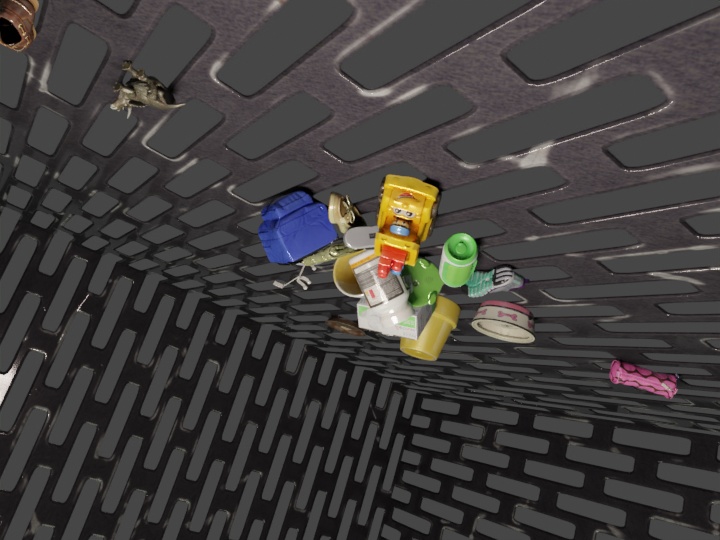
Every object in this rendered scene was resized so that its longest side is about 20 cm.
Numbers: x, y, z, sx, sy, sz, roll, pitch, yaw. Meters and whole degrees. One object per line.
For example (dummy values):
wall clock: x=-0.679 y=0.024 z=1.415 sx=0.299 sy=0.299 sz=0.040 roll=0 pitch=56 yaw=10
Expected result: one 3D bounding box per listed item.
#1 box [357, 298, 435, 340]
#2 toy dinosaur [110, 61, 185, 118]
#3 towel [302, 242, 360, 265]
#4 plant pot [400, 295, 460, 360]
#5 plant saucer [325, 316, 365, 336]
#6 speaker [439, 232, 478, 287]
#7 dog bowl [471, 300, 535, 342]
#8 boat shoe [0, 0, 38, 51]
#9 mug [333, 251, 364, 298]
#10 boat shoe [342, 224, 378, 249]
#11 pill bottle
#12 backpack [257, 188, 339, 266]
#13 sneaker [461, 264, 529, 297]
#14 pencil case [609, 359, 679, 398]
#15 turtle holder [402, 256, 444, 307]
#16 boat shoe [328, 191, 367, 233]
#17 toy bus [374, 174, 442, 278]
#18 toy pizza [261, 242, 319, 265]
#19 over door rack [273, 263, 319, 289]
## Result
box: x=0.114 y=0.114 z=1.837 sx=0.198 sy=0.177 sz=0.098 roll=11 pitch=124 yaw=24
toy dinosaur: x=-0.418 y=-0.356 z=1.176 sx=0.198 sy=0.078 sz=0.102 roll=7 pitch=173 yaw=17
towel: x=-0.049 y=-0.057 z=1.580 sx=0.199 sy=0.037 sz=0.148 roll=-20 pitch=-176 yaw=-40
plant pot: x=0.218 y=0.192 z=1.983 sx=0.199 sy=0.191 sz=0.201 roll=17 pitch=162 yaw=5
plant saucer: x=-0.065 y=0.258 z=2.752 sx=0.198 sy=0.032 sz=0.200 roll=16 pitch=164 yaw=5
speaker: x=0.242 y=-0.023 z=1.471 sx=0.087 sy=0.089 sz=0.200 roll=15 pitch=163 yaw=9
dog bowl: x=0.448 y=0.156 z=1.832 sx=0.198 sy=0.074 sz=0.200 roll=17 pitch=162 yaw=6
boat shoe: x=-0.645 y=-0.450 z=1.092 sx=0.070 sy=0.071 sz=0.199 roll=25 pitch=163 yaw=-26
mug: x=0.009 y=0.002 z=1.761 sx=0.148 sy=0.188 sz=0.153 roll=-22 pitch=160 yaw=13
boat shoe: x=0.051 y=-0.083 z=1.455 sx=0.198 sy=0.070 sz=0.057 roll=-1 pitch=177 yaw=-13
pill bottle: x=0.059 y=0.038 z=1.523 sx=0.202 sy=0.116 sz=0.116 roll=66 pitch=155 yaw=-1
backpack: x=-0.169 y=-0.107 z=1.496 sx=0.161 sy=0.169 sz=0.200 roll=-23 pitch=-174 yaw=-24
sneaker: x=0.355 y=0.041 z=1.578 sx=0.087 sy=0.075 sz=0.199 roll=20 pitch=163 yaw=-25
pencil case: x=0.927 y=0.356 z=1.936 sx=0.198 sy=0.092 sz=0.094 roll=13 pitch=-162 yaw=11
turtle holder: x=0.164 y=0.019 z=1.633 sx=0.141 sy=0.185 sz=0.132 roll=52 pitch=-174 yaw=-3
boat shoe: x=-0.032 y=-0.139 z=1.431 sx=0.062 sy=0.074 sz=0.200 roll=7 pitch=172 yaw=14
toy bus: x=0.084 y=-0.083 z=1.268 sx=0.134 sy=0.194 sz=0.200 roll=18 pitch=162 yaw=6
toy pizza: x=-0.179 y=-0.076 z=1.663 sx=0.198 sy=0.032 sz=0.201 roll=12 pitch=-152 yaw=-7
over door rack: x=-0.176 y=-0.018 z=1.815 sx=0.066 sy=0.149 sz=0.199 roll=33 pitch=158 yaw=-26
